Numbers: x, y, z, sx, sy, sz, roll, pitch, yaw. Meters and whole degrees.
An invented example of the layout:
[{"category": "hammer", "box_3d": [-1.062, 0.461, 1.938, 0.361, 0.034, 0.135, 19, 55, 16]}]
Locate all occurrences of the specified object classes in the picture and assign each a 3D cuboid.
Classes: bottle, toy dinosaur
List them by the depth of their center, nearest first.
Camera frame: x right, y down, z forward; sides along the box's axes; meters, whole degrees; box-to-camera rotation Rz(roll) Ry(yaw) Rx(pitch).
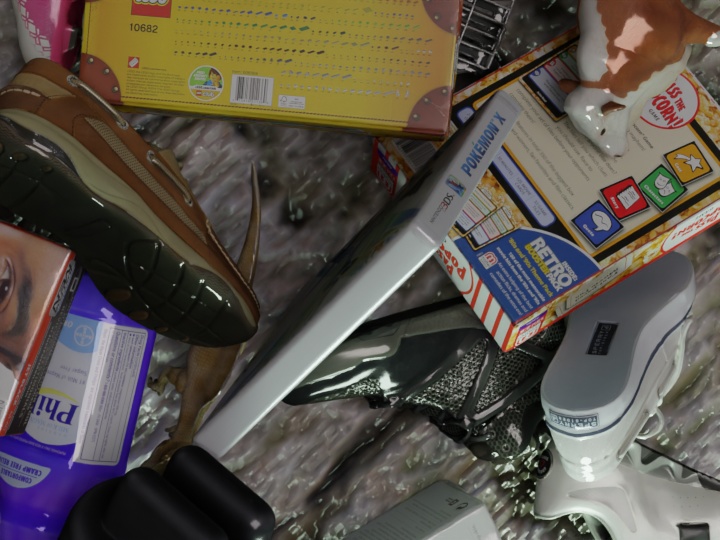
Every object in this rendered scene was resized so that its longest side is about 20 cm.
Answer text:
[{"category": "bottle", "box_3d": [-0.175, 0.098, 0.997, 0.065, 0.084, 0.200, 12, 92, -54]}, {"category": "toy dinosaur", "box_3d": [-0.084, 0.037, 1.011, 0.058, 0.101, 0.200, 20, 88, -18]}]

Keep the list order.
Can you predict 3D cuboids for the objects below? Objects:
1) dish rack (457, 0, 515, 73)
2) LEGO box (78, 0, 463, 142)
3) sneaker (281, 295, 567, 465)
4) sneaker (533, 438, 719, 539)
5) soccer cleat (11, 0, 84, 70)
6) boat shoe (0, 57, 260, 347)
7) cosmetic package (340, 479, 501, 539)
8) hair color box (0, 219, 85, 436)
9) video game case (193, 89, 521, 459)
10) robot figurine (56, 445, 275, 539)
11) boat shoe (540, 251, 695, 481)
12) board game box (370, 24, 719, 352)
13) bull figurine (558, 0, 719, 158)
[{"category": "dish rack", "box_3d": [0.046, -0.228, 1.059, 0.153, 0.055, 0.200, 20, 90, -17]}, {"category": "LEGO box", "box_3d": [-0.045, -0.120, 0.955, 0.200, 0.149, 0.077, 5, 93, 2]}, {"category": "sneaker", "box_3d": [0.046, 0.078, 1.071, 0.199, 0.076, 0.114, -12, 92, -22]}, {"category": "sneaker", "box_3d": [0.204, 0.169, 1.136, 0.200, 0.074, 0.089, 24, 87, -9]}, {"category": "soccer cleat", "box_3d": [-0.191, -0.210, 0.981, 0.086, 0.070, 0.200, 6, 91, -2]}, {"category": "boat shoe", "box_3d": [-0.117, -0.035, 0.895, 0.200, 0.076, 0.074, 48, 46, -39]}, {"category": "cosmetic package", "box_3d": [0.004, 0.232, 1.069, 0.200, 0.081, 0.113, -27, 102, -13]}, {"category": "hair color box", "box_3d": [-0.264, 0.005, 0.935, 0.200, 0.064, 0.111, 20, 88, 2]}, {"category": "video game case", "box_3d": [0.000, 0.000, 0.951, 0.022, 0.182, 0.200, 42, 123, -5]}, {"category": "robot figurine", "box_3d": [-0.122, 0.192, 0.932, 0.150, 0.125, 0.200, 13, 120, -24]}, {"category": "boat shoe", "box_3d": [0.169, 0.066, 1.082, 0.075, 0.202, 0.086, 3, 122, 22]}, {"category": "board game box", "box_3d": [0.130, -0.064, 1.063, 0.200, 0.046, 0.152, -30, 71, -15]}, {"category": "bull figurine", "box_3d": [0.174, -0.170, 1.037, 0.121, 0.065, 0.200, -3, 85, -26]}]
